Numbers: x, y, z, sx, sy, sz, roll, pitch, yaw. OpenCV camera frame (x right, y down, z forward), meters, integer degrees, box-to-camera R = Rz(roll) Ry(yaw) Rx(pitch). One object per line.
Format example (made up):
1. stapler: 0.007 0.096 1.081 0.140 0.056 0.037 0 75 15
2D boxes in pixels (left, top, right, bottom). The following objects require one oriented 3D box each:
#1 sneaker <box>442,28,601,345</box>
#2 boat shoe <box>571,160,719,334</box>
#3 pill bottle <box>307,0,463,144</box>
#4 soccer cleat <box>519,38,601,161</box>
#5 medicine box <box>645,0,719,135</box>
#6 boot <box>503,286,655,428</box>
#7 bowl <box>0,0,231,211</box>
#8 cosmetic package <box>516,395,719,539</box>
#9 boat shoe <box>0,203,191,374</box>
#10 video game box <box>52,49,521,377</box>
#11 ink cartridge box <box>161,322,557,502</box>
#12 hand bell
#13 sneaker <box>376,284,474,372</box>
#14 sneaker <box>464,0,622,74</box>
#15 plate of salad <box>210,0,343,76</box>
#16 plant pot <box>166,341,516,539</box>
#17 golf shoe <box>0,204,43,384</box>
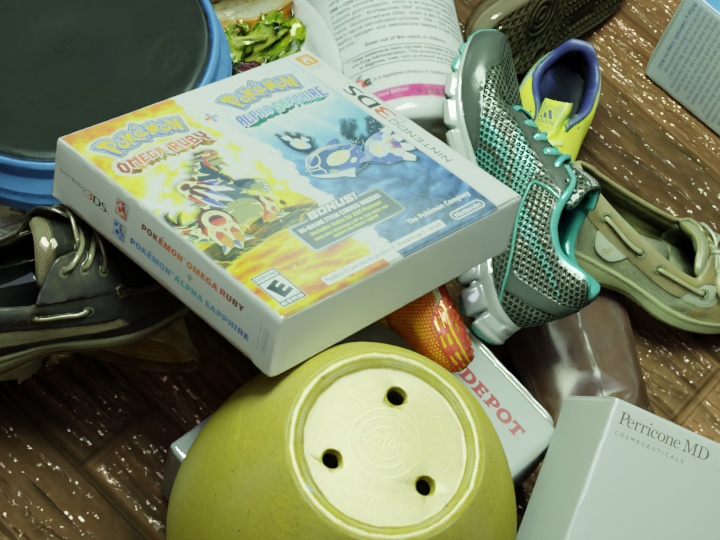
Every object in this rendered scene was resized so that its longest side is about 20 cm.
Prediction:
1. sneaker: 0.107 -0.057 0.997 0.090 0.077 0.202 -10 79 24
2. boat shoe: 0.202 -0.016 1.068 0.199 0.063 0.074 23 39 -24
3. pill bottle: 0.015 -0.163 1.113 0.112 0.114 0.202 -4 62 -14
4. soccer cleat: 0.121 -0.078 1.105 0.064 0.084 0.201 22 59 0
5. medicine box: 0.354 -0.164 1.193 0.200 0.103 0.182 41 61 13
6. boot: 0.195 0.081 1.052 0.185 0.064 0.201 -6 58 -18
7. bowl: -0.179 -0.127 0.980 0.198 0.040 0.202 0 56 0
8. cosmetic package: 0.143 0.184 0.920 0.107 0.085 0.202 22 82 -11
9. boat shoe: -0.165 0.004 0.892 0.198 0.074 0.075 -22 61 -7
10. video game box: -0.039 -0.042 0.889 0.182 0.047 0.199 35 41 29
11. ink cartridge box: 0.000 0.118 0.970 0.199 0.088 0.145 -37 74 -25
12. hand bell: -0.128 -0.047 0.997 0.103 0.104 0.202 14 73 -4
13. sneaker: 0.000 0.000 0.962 0.077 0.073 0.200 -38 52 -5
14. sneaker: 0.123 -0.202 1.176 0.075 0.071 0.199 34 38 25
15. plate of salad: -0.108 -0.114 1.060 0.198 0.048 0.202 -6 69 15
16. plant pot: 0.002 0.118 0.838 0.198 0.142 0.202 5 62 -9
17. golf shoe: -0.232 -0.031 0.997 0.077 0.097 0.202 -3 63 -15
